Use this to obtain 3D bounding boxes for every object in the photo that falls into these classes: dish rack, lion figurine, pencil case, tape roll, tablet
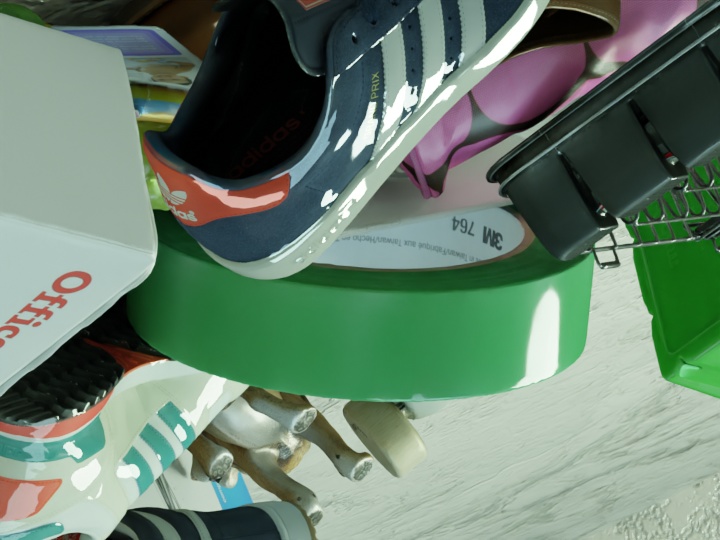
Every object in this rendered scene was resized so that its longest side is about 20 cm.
[{"bbox_3d":[0.162,-0.060,0.972,0.153,0.055,0.199,-35,164,31],"label":"dish rack"},{"bbox_3d":[-0.069,0.066,1.168,0.073,0.122,0.200,-46,151,-8],"label":"lion figurine"},{"bbox_3d":[0.095,-0.105,0.963,0.199,0.091,0.094,-24,149,-3],"label":"pencil case"},{"bbox_3d":[0.000,0.000,0.998,0.199,0.049,0.201,3,-164,-1],"label":"tape roll"},{"bbox_3d":[0.001,-0.043,1.029,0.199,0.014,0.130,-12,-158,-39],"label":"tablet"}]

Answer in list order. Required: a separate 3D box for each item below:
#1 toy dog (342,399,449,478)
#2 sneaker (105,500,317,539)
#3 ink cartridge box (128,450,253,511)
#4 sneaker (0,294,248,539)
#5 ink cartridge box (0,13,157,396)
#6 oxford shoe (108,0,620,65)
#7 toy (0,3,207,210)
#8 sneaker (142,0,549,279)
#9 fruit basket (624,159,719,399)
[{"bbox_3d":[0.002,0.010,1.199,0.131,0.096,0.201,-29,133,-26],"label":"toy dog"},{"bbox_3d":[-0.116,0.162,1.129,0.108,0.071,0.200,0,156,-38],"label":"sneaker"},{"bbox_3d":[-0.166,0.138,1.251,0.146,0.086,0.200,-29,164,18],"label":"ink cartridge box"},{"bbox_3d":[-0.112,0.069,0.987,0.200,0.070,0.094,-23,133,-64],"label":"sneaker"},{"bbox_3d":[-0.184,-0.023,0.719,0.199,0.085,0.146,14,143,-41],"label":"ink cartridge box"},{"bbox_3d":[0.004,-0.095,0.878,0.199,0.072,0.071,-13,167,-5],"label":"oxford shoe"},{"bbox_3d":[-0.100,-0.047,0.871,0.114,0.048,0.200,0,167,13],"label":"toy"},{"bbox_3d":[0.001,-0.092,0.798,0.201,0.075,0.084,-55,146,-5],"label":"sneaker"},{"bbox_3d":[0.248,-0.035,1.213,0.215,0.217,0.155,-13,162,-34],"label":"fruit basket"}]
